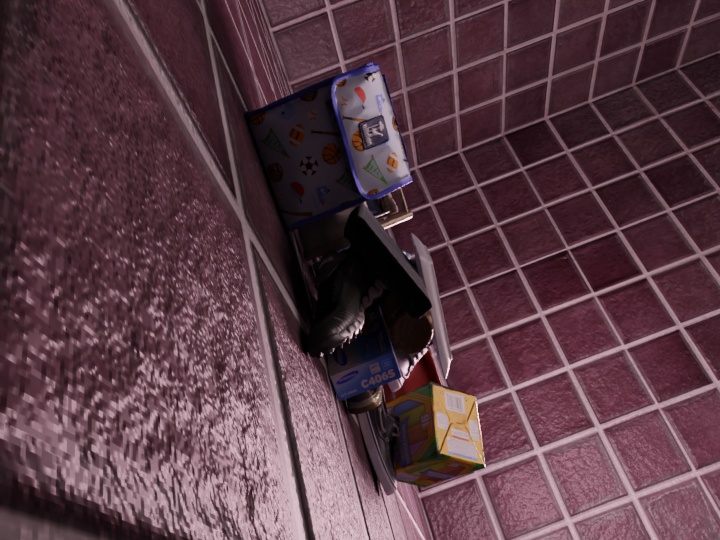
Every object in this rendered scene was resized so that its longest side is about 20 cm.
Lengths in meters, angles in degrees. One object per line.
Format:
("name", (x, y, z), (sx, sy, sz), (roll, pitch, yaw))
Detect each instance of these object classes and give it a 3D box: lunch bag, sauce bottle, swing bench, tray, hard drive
("lunch bag", (-0.038, -0.171, 0.806), (0.124, 0.193, 0.176), (-108, 179, -76))
("sauce bottle", (0.063, 0.059, 0.855), (0.200, 0.064, 0.068), (-100, 171, -76))
("swing bench", (-0.029, -0.149, 0.956), (0.199, 0.126, 0.206), (-29, 102, -57))
("tray", (0.111, 0.051, 0.890), (0.108, 0.021, 0.207), (-96, 173, -70))
("hard drive", (0.033, -0.020, 0.773), (0.140, 0.033, 0.200), (50, 8, -8))

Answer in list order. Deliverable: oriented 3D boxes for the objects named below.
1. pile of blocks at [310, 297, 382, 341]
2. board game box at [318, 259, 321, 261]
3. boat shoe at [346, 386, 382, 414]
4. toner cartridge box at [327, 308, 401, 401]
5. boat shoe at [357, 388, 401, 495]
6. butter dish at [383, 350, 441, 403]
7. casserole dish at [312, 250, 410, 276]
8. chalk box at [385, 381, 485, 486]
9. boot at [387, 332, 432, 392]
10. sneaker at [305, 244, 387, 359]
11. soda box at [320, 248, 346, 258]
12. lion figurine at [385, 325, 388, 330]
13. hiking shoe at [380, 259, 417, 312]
("pile of blocks", (-0.017, 0.044, 0.832), (0.200, 0.060, 0.085), (-46, 122, -56))
("board game box", (-0.034, 0.091, 1.184), (0.136, 0.033, 0.205), (71, 1, -55))
("boat shoe", (0.002, 0.150, 0.916), (0.200, 0.071, 0.067), (-106, -179, -75))
("toner cartridge box", (-0.003, 0.104, 0.854), (0.201, 0.092, 0.044), (-108, 177, -69))
("boat shoe", (0.037, 0.265, 0.978), (0.072, 0.066, 0.205), (70, 2, -59))
("butter dish", (0.069, 0.261, 1.239), (0.196, 0.147, 0.206), (1, -62, 48))
("casserole dish", (0.000, 0.000, 0.992), (0.197, 0.118, 0.040), (-16, -106, 50))
("chalk box", (0.104, 0.301, 1.031), (0.122, 0.199, 0.128), (21, 50, -32))
("boot", (0.070, 0.123, 0.920), (0.075, 0.088, 0.200), (63, 4, -7))
("sneaker", (-0.029, 0.027, 0.696), (0.092, 0.065, 0.200), (57, 29, -10))
("soda box", (-0.023, -0.018, 1.127), (0.201, 0.068, 0.064), (49, 5, -44))
("lion figurine", (-0.006, 0.069, 1.051), (0.198, 0.072, 0.124), (33, 19, -47))
("hiking shoe", (0.076, 0.024, 1.060), (0.075, 0.101, 0.201), (38, 20, -12))
